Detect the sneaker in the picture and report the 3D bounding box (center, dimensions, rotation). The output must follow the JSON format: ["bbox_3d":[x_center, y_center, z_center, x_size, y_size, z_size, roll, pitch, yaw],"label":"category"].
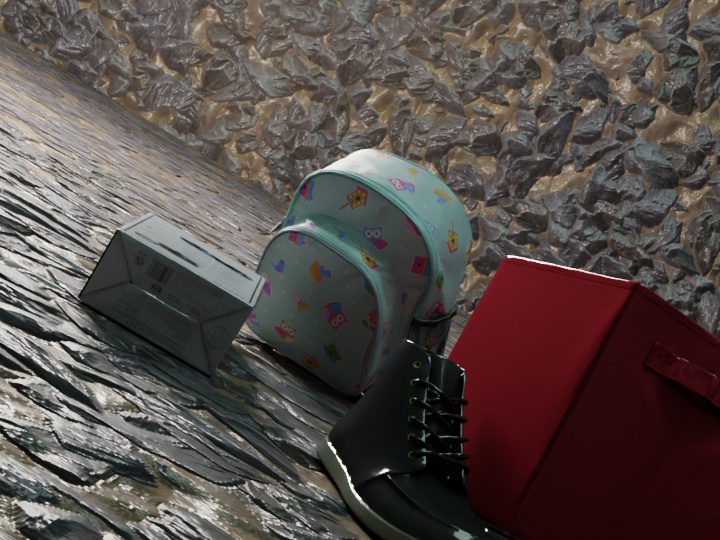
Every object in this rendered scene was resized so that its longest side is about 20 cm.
[{"bbox_3d":[0.041,0.112,0.983,0.075,0.106,0.200,28,5,-29],"label":"sneaker"}]

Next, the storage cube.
[{"bbox_3d":[0.159,0.115,1.065,0.171,0.180,0.200,33,-8,-24],"label":"storage cube"}]

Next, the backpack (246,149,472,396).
[{"bbox_3d":[0.000,0.000,1.377,0.176,0.200,0.153,33,26,24],"label":"backpack"}]

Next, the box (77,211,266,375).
[{"bbox_3d":[-0.139,0.014,1.196,0.117,0.060,0.200,30,5,-5],"label":"box"}]
